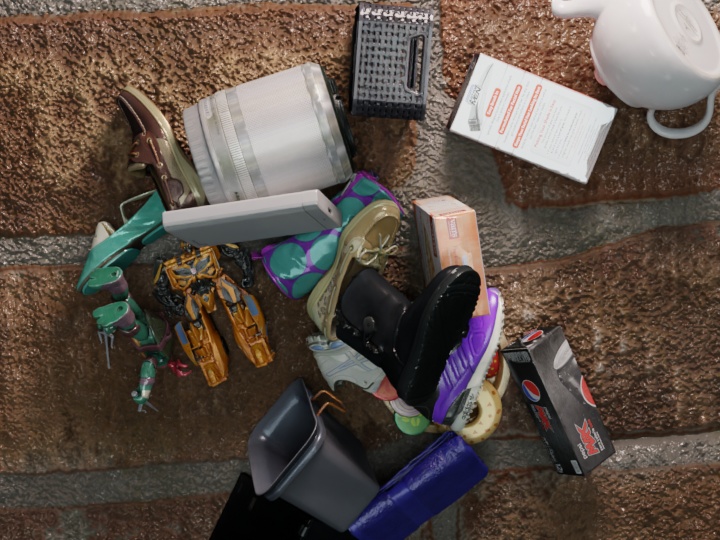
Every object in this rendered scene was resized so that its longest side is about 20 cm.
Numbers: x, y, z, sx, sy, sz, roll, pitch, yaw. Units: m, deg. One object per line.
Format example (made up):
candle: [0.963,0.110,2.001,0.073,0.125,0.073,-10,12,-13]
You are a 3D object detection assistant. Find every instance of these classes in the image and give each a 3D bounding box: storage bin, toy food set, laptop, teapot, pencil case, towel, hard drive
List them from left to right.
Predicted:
hard drive: [-0.134,-0.064,1.605,0.199,0.132,0.027,-7,79,11]
laptop: [-0.107,0.416,1.807,0.199,0.116,0.188,29,98,23]
storage bin: [-0.053,0.248,1.697,0.134,0.200,0.146,38,96,-18]
pencil case: [-0.042,-0.049,1.695,0.200,0.085,0.092,-40,113,4]
storage bin: [0.035,-0.264,1.602,0.093,0.200,0.136,4,99,-3]
towel: [0.076,0.304,1.736,0.200,0.148,0.050,-36,61,0]
toy food set: [0.110,0.136,1.748,0.197,0.049,0.201,12,99,-4]
teapot: [0.369,-0.281,1.641,0.146,0.197,0.201,-33,68,40]

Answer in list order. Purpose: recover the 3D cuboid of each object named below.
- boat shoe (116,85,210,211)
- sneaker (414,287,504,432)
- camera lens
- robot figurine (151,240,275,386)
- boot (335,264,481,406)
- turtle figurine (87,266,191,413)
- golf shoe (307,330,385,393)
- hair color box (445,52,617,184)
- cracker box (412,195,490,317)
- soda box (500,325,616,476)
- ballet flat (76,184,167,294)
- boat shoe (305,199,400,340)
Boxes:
boat shoe: [-0.274,-0.149,1.653,0.072,0.072,0.201,-30,82,-18]
sneaker: [0.123,0.110,1.685,0.099,0.070,0.201,20,98,-2]
camera lens: [-0.113,-0.169,1.634,0.199,0.160,0.161,-17,99,1]
robot figurine: [-0.199,0.048,1.718,0.144,0.058,0.201,-23,100,4]
boot: [0.049,0.043,1.558,0.076,0.168,0.201,-6,127,-41]
turtle figurine: [-0.302,0.091,1.696,0.100,0.150,0.201,-33,140,-13]
golf shoe: [0.025,0.113,1.696,0.199,0.078,0.098,-9,100,39]
hair color box: [0.227,-0.204,1.689,0.199,0.064,0.111,21,99,-6]
cracker box: [0.115,-0.020,1.644,0.057,0.200,0.135,-10,99,-4]
soda box: [0.273,0.179,1.741,0.071,0.063,0.201,-30,101,-28]
ballet flat: [-0.313,-0.051,1.703,0.200,0.067,0.071,-38,78,3]
boat shoe: [0.000,0.000,1.653,0.073,0.063,0.201,11,119,-35]
